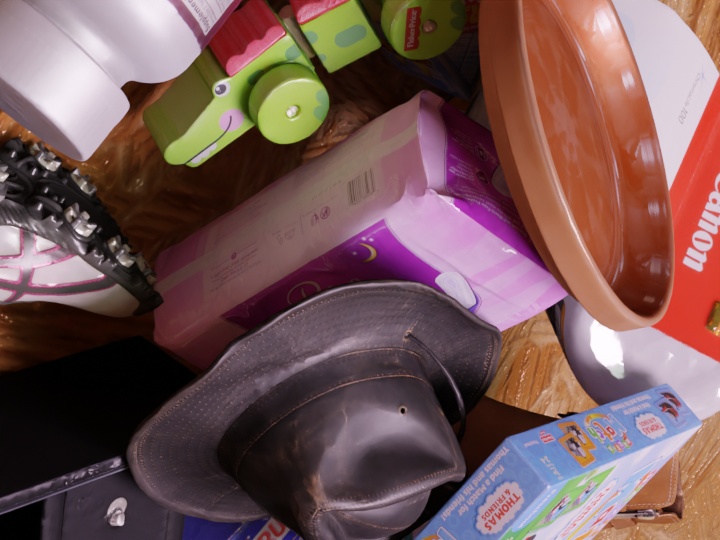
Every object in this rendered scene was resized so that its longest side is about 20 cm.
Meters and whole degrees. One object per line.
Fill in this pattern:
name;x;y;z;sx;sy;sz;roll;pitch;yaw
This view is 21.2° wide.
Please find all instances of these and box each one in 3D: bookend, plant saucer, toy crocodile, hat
bookend;-0.171;0.159;0.960;0.198;0.092;0.201;-16;126;-43
plant saucer;0.103;-0.068;0.922;0.200;0.032;0.201;45;37;-50
toy crocodile;-0.018;-0.119;0.908;0.200;0.068;0.062;-32;136;6
hat;-0.008;0.092;0.908;0.200;0.081;0.201;-19;151;-11

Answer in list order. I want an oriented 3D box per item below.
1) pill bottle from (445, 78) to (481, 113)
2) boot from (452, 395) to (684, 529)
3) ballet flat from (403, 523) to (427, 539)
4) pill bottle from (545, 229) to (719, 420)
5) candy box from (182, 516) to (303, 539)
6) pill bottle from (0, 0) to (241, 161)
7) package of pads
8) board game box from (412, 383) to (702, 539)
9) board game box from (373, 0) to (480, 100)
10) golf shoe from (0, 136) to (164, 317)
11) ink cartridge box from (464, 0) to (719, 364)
pill bottle;0.103;-0.071;1.109;0.200;0.109;0.110;-39;138;-26
boot;0.108;0.107;1.124;0.200;0.154;0.077;67;28;-54
ballet flat;0.060;0.195;1.142;0.070;0.069;0.200;-50;140;-13
pill bottle;0.168;0.011;1.158;0.200;0.116;0.117;-94;-157;-75
candy box;-0.046;0.169;1.121;0.169;0.077;0.200;-44;143;-21
pill bottle;-0.092;-0.152;0.830;0.200;0.109;0.110;-53;142;-9
package of pads;0.000;0.000;0.963;0.200;0.076;0.120;-30;133;35
board game box;0.085;0.133;1.003;0.151;0.037;0.200;-51;161;25
board game box;0.029;-0.189;0.986;0.199;0.062;0.201;-7;118;-47
golf shoe;-0.171;-0.017;0.876;0.088;0.077;0.200;-43;142;11
ink cartridge box;0.155;-0.060;1.033;0.161;0.199;0.047;-63;-176;-26
